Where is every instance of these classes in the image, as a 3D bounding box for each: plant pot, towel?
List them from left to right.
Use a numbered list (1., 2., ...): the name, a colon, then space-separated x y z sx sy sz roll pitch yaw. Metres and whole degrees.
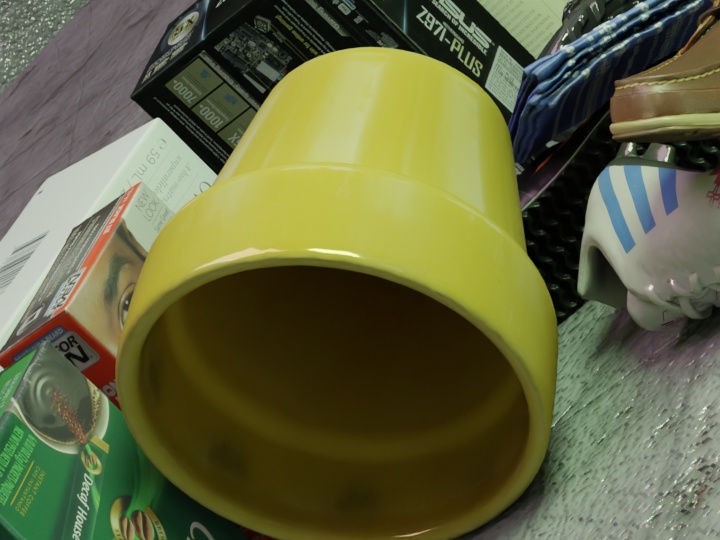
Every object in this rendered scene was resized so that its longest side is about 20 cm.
1. plant pot: 0.000 0.000 1.322 0.201 0.201 0.189 -34 30 36
2. towel: 0.162 -0.119 1.403 0.200 0.024 0.145 -29 -10 -8

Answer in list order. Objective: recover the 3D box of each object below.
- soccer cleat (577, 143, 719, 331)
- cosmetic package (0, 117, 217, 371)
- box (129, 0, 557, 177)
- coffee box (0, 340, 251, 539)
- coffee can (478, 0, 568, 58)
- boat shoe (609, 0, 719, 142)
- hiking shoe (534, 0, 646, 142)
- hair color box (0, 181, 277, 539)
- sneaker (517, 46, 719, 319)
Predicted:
1. soccer cleat: 0.164 -0.010 1.258 0.200 0.070 0.086 5 75 67
2. cosmetic package: -0.118 0.065 1.511 0.123 0.200 0.199 -23 28 48
3. box: 0.000 -0.096 1.605 0.164 0.200 0.086 -36 20 34
4. coffee box: -0.109 0.140 1.310 0.044 0.200 0.123 -33 19 30
5. coffee can: 0.063 -0.207 1.716 0.146 0.200 0.146 -42 16 15
6. boat shoe: 0.177 -0.100 1.252 0.072 0.068 0.200 -3 12 45
7. hiking shoe: 0.148 -0.128 1.569 0.200 0.076 0.101 -46 5 -33
8. hair color box: -0.077 0.066 1.406 0.064 0.200 0.111 -33 21 38
9. sneaker: 0.130 -0.059 1.421 0.200 0.070 0.090 -43 19 17
